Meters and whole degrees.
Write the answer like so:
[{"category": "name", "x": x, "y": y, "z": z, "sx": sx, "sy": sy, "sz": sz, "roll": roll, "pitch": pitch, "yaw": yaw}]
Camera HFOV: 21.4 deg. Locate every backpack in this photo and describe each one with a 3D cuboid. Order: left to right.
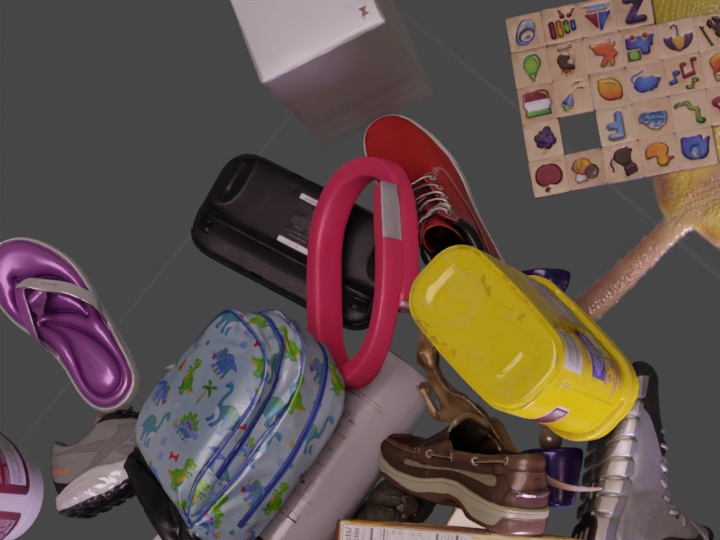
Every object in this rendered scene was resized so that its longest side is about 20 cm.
[{"category": "backpack", "x": -0.102, "y": 0.129, "z": 1.567, "sx": 0.199, "sy": 0.154, "sz": 0.163, "roll": -38, "pitch": 34, "yaw": -1}]

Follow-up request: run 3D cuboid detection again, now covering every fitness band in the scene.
[{"category": "fitness band", "x": 0.000, "y": 0.000, "z": 1.610, "sx": 0.037, "sy": 0.143, "sz": 0.202, "roll": 11, "pitch": 66, "yaw": -26}]

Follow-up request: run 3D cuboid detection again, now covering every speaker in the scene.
[{"category": "speaker", "x": -0.020, "y": 0.162, "z": 1.633, "sx": 0.081, "sy": 0.081, "sz": 0.201, "roll": 32, "pitch": 77, "yaw": 15}]

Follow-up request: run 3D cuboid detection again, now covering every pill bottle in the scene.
[{"category": "pill bottle", "x": -0.358, "y": 0.189, "z": 1.665, "sx": 0.113, "sy": 0.200, "sz": 0.116, "roll": -2, "pitch": 80, "yaw": 12}]

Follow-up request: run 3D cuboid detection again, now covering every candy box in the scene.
[{"category": "candy box", "x": 0.077, "y": 0.231, "z": 1.509, "sx": 0.198, "sy": 0.115, "sz": 0.056, "roll": 4, "pitch": 83, "yaw": -1}]

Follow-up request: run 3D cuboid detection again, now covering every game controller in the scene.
[{"category": "game controller", "x": -0.054, "y": -0.028, "z": 1.718, "sx": 0.199, "sy": 0.042, "sz": 0.105, "roll": 27, "pitch": 74, "yaw": 15}]

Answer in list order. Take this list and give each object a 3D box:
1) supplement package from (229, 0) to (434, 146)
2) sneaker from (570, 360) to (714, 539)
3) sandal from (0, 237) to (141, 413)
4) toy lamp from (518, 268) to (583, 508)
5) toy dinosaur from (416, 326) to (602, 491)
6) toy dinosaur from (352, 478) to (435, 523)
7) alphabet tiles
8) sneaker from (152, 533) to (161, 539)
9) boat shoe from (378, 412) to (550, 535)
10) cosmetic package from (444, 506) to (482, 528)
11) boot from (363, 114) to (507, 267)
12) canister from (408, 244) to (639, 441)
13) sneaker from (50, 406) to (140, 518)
[{"category": "supplement package", "x": -0.026, "y": -0.206, "z": 1.647, "sx": 0.116, "sy": 0.200, "sz": 0.118, "roll": -24, "pitch": 73, "yaw": 8}, {"category": "sneaker", "x": 0.248, "y": 0.185, "z": 1.605, "sx": 0.114, "sy": 0.075, "sz": 0.202, "roll": 20, "pitch": 73, "yaw": -9}, {"category": "sandal", "x": -0.274, "y": 0.042, "z": 1.746, "sx": 0.083, "sy": 0.050, "sz": 0.203, "roll": -46, "pitch": 75, "yaw": 3}, {"category": "toy lamp", "x": 0.161, "y": 0.102, "z": 1.636, "sx": 0.058, "sy": 0.058, "sz": 0.202, "roll": -3, "pitch": 79, "yaw": 12}, {"category": "toy dinosaur", "x": 0.102, "y": 0.137, "z": 1.578, "sx": 0.200, "sy": 0.101, "sz": 0.058, "roll": 44, "pitch": 74, "yaw": 9}, {"category": "toy dinosaur", "x": 0.024, "y": 0.214, "z": 1.634, "sx": 0.077, "sy": 0.102, "sz": 0.201, "roll": 35, "pitch": 73, "yaw": -23}, {"category": "alphabet tiles", "x": 0.237, "y": -0.163, "z": 1.683, "sx": 0.198, "sy": 0.008, "sz": 0.169, "roll": -10, "pitch": 79, "yaw": 11}, {"category": "sneaker", "x": -0.120, "y": 0.253, "z": 1.674, "sx": 0.112, "sy": 0.073, "sz": 0.200, "roll": 44, "pitch": 99, "yaw": 11}, {"category": "boat shoe", "x": 0.086, "y": 0.150, "z": 1.530, "sx": 0.202, "sy": 0.074, "sz": 0.076, "roll": 16, "pitch": 103, "yaw": 53}, {"category": "cosmetic package", "x": 0.087, "y": 0.303, "z": 1.613, "sx": 0.103, "sy": 0.073, "sz": 0.201, "roll": 26, "pitch": 87, "yaw": 15}, {"category": "boot", "x": 0.057, "y": -0.061, "z": 1.638, "sx": 0.072, "sy": 0.144, "sz": 0.201, "roll": -34, "pitch": 74, "yaw": 7}, {"category": "canister", "x": 0.131, "y": 0.059, "z": 1.514, "sx": 0.087, "sy": 0.200, "sz": 0.149, "roll": -46, "pitch": 66, "yaw": 9}, {"category": "sneaker", "x": -0.192, "y": 0.151, "z": 1.701, "sx": 0.198, "sy": 0.074, "sz": 0.080, "roll": -24, "pitch": 72, "yaw": 8}]
